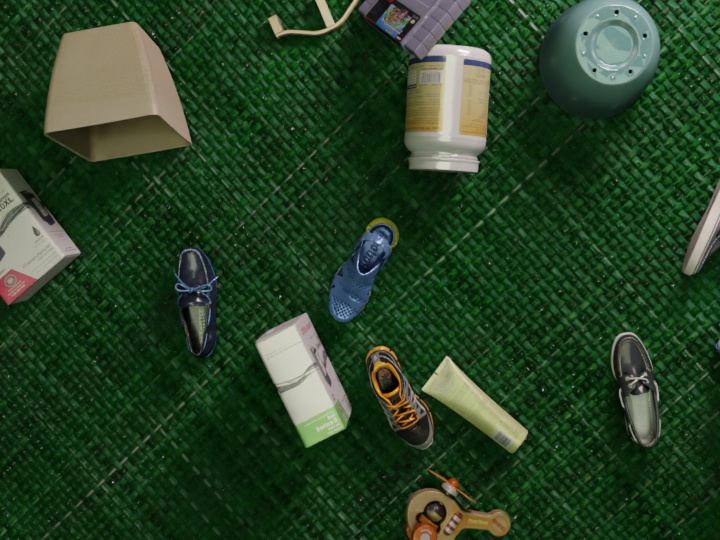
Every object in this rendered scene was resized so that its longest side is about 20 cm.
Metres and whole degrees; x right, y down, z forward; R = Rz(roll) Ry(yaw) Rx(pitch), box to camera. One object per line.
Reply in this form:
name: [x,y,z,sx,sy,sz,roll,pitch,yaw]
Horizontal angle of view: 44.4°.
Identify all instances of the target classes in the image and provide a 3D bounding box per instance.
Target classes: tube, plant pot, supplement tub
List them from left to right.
plant pot: [-0.423,-0.312,1.530,0.196,0.200,0.181,-9,83,5]
supplement tub: [0.147,-0.271,1.502,0.141,0.144,0.205,4,95,4]
tube: [0.210,0.246,1.590,0.199,0.052,0.058,38,55,4]
plant pot: [0.406,-0.361,1.466,0.196,0.161,0.205,0,95,4]

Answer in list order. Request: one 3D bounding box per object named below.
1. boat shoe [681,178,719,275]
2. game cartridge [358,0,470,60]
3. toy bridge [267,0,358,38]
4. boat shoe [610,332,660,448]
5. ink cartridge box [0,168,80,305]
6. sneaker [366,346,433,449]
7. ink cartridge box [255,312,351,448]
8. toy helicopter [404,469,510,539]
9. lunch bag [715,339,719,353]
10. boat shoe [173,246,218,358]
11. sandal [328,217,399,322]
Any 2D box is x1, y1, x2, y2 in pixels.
boat shoe: [0.633,-0.072,1.512,0.091,0.075,0.203,25,95,10]
game cartridge: [0.084,-0.445,1.486,0.130,0.038,0.200,-45,46,4]
toy bridge: [-0.062,-0.459,1.562,0.197,0.027,0.068,-24,95,6]
boat shoe: [0.491,0.212,1.555,0.074,0.060,0.204,-15,93,6]
ink cartridge box: [-0.636,-0.064,1.611,0.144,0.084,0.201,-38,91,6]
sneaker: [0.067,0.236,1.584,0.077,0.077,0.202,-31,93,5]
ink cartridge box: [-0.097,0.189,1.557,0.083,0.146,0.203,-25,93,6]
toy helicopter: [0.179,0.440,1.604,0.196,0.079,0.135,8,86,-7]
lunch bag: [0.693,0.119,1.461,0.160,0.200,0.083,-41,91,6]
boat shoe: [-0.292,0.057,1.601,0.082,0.069,0.204,-12,93,5]
sandal: [0.000,0.000,1.566,0.078,0.087,0.203,25,98,0]
